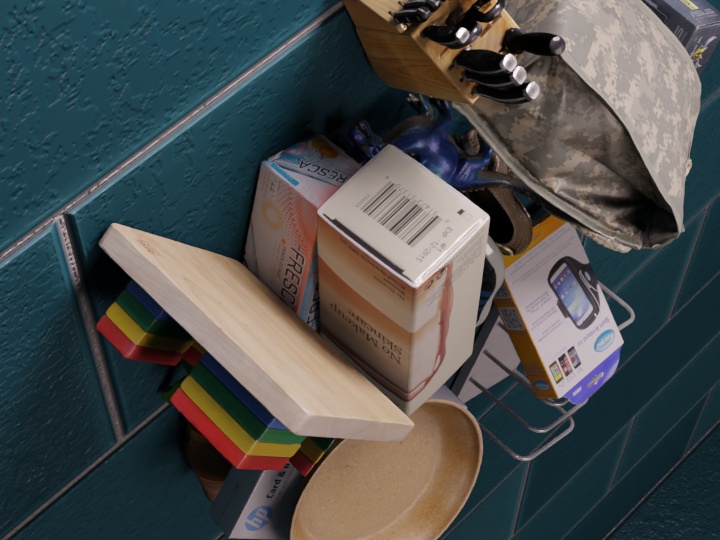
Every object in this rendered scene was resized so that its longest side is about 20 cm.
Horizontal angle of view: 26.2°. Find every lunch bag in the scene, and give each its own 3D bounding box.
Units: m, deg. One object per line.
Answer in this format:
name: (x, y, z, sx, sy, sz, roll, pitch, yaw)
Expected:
lunch bag: (0.178, -0.126, 1.169, 0.118, 0.200, 0.164, -27, -150, 37)

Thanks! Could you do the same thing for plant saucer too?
plant saucer: (0.016, 0.186, 1.346, 0.200, 0.035, 0.200, -22, 132, -26)

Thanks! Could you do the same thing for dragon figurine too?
dragon figurine: (0.062, -0.077, 1.256, 0.200, 0.059, 0.099, 37, 73, -31)

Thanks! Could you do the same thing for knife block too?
knife block: (0.072, -0.154, 1.082, 0.064, 0.176, 0.200, -46, 158, -7)

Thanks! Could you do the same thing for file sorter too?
file sorter: (0.218, 0.104, 1.842, 0.139, 0.125, 0.200, -26, 148, -46)

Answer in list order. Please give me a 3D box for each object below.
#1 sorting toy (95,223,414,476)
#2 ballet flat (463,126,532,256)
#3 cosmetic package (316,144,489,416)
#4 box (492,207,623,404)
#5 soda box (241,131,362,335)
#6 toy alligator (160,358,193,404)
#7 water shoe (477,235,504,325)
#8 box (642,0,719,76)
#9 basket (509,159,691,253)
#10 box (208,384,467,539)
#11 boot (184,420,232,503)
sorting toy: (-0.084, 0.067, 1.107, 0.070, 0.200, 0.199, -52, 158, 8)
ballet flat: (0.122, -0.065, 1.460, 0.046, 0.067, 0.200, -56, 156, -20)
cosmetic package: (0.029, 0.013, 1.183, 0.087, 0.103, 0.200, -43, 156, -23)
box: (0.210, 0.043, 1.676, 0.119, 0.041, 0.200, -35, 110, -32)
soda box: (-0.049, -0.010, 1.227, 0.064, 0.068, 0.200, -32, 151, -37)
toy alligator: (-0.077, 0.080, 1.225, 0.059, 0.200, 0.054, -37, 120, -56)
water shoe: (0.093, 0.019, 1.539, 0.079, 0.072, 0.200, -40, 156, -18)
box: (0.204, -0.173, 1.323, 0.051, 0.158, 0.200, -17, 141, -41)
basket: (0.231, -0.105, 1.530, 0.136, 0.123, 0.200, -54, 157, 8)
box: (-0.017, 0.165, 1.361, 0.200, 0.041, 0.156, 12, 112, -42)
boot: (-0.061, 0.127, 1.377, 0.200, 0.077, 0.155, -13, 142, -9)
